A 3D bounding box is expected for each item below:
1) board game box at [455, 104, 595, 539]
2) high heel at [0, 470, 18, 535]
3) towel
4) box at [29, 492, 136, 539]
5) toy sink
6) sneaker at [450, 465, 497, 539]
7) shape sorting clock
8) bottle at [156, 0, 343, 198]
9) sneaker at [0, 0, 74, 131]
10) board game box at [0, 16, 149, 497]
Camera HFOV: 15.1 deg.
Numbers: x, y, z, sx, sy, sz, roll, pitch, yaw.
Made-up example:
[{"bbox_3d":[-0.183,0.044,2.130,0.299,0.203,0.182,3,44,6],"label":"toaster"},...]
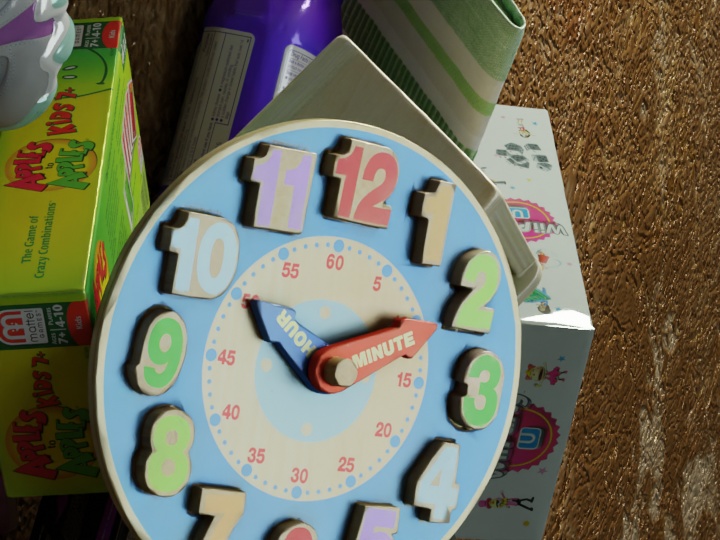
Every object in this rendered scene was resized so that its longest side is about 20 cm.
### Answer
[{"bbox_3d":[0.068,0.025,1.450,0.200,0.064,0.148,-95,-167,-53],"label":"board game box"},{"bbox_3d":[-0.198,0.042,1.065,0.096,0.067,0.201,-27,116,-30],"label":"high heel"},{"bbox_3d":[0.021,-0.088,1.381,0.023,0.153,0.200,-5,133,-29],"label":"towel"},{"bbox_3d":[-0.118,0.137,1.172,0.200,0.036,0.143,-154,-99,-74],"label":"box"},{"bbox_3d":[0.000,0.000,1.242,0.130,0.112,0.200,-44,165,-2],"label":"toy sink"},{"bbox_3d":[0.007,0.119,1.233,0.079,0.075,0.200,-18,136,-26],"label":"sneaker"},{"bbox_3d":[-0.017,0.040,1.080,0.199,0.039,0.201,-2,93,-33],"label":"shape sorting clock"},{"bbox_3d":[-0.047,-0.103,1.353,0.084,0.065,0.201,34,68,-70],"label":"bottle"},{"bbox_3d":[-0.179,-0.121,1.010,0.140,0.077,0.201,-48,136,-48],"label":"sneaker"},{"bbox_3d":[-0.122,-0.010,1.131,0.200,0.047,0.102,-90,176,-54],"label":"board game box"}]
